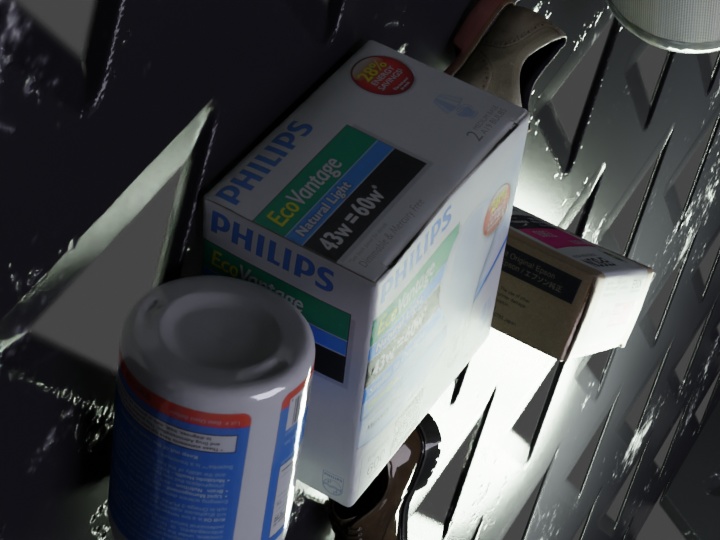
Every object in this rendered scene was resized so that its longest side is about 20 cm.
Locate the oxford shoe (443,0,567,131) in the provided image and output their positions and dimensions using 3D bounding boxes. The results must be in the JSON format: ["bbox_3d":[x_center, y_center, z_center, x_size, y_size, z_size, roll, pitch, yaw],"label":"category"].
[{"bbox_3d":[0.082,-0.107,1.257,0.201,0.074,0.070,-63,161,-7],"label":"oxford shoe"}]

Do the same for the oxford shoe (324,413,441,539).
[{"bbox_3d":[-0.002,0.207,1.442,0.084,0.072,0.201,-13,125,-45],"label":"oxford shoe"}]

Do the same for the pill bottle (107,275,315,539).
[{"bbox_3d":[-0.092,0.113,1.014,0.112,0.112,0.201,-41,150,-48],"label":"pill bottle"}]

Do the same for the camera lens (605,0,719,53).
[{"bbox_3d":[0.279,-0.290,1.423,0.161,0.159,0.200,-57,159,-22],"label":"camera lens"}]

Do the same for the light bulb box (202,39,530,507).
[{"bbox_3d":[0.000,0.000,1.099,0.198,0.124,0.201,-48,155,-40],"label":"light bulb box"}]

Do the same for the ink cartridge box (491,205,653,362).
[{"bbox_3d":[0.129,0.001,1.372,0.076,0.164,0.200,-68,161,9],"label":"ink cartridge box"}]
